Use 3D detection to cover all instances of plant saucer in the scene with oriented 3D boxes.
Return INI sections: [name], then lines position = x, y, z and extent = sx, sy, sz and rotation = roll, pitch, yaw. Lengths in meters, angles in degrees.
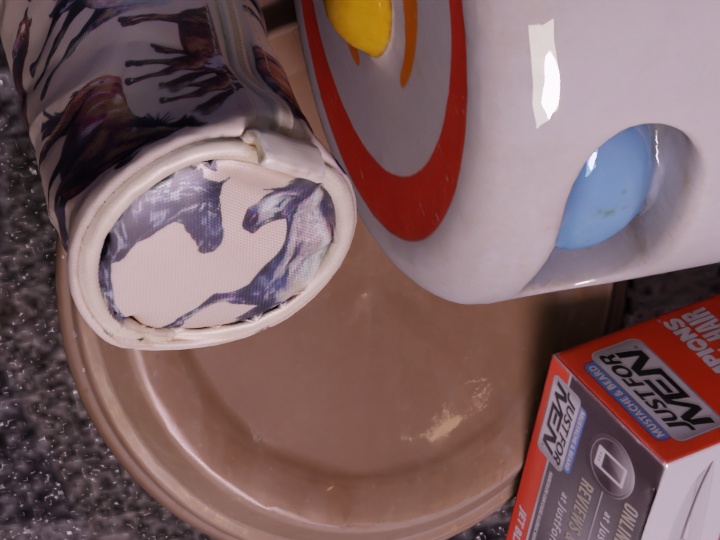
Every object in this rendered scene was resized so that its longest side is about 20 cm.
[plant saucer]
position = 0.000, 0.000, 0.884
extent = 0.199, 0.029, 0.201
rotation = -2, 98, -17

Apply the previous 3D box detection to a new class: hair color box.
[hair color box]
position = 0.149, 0.058, 0.929
extent = 0.199, 0.064, 0.111
rotation = -18, 137, -32

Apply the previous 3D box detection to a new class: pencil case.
[pencil case]
position = -0.060, -0.064, 0.778
extent = 0.077, 0.200, 0.090
rotation = 10, 125, -26

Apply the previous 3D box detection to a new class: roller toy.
[roller toy]
position = 0.056, -0.089, 0.770
extent = 0.139, 0.182, 0.201
rotation = -10, 108, -18
